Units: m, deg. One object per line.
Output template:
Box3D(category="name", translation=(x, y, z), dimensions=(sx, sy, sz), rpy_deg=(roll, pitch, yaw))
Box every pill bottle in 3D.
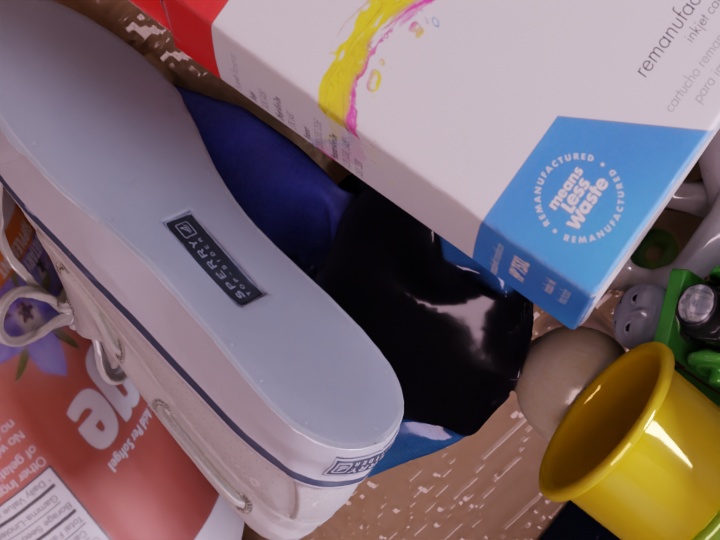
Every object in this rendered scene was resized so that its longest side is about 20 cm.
Box3D(category="pill bottle", translation=(-0.111, 0.072, 0.888), dimensions=(0.112, 0.112, 0.200), rpy_deg=(-31, 113, 13))

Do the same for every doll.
Box3D(category="doll", translation=(0.000, 0.000, 0.850), dimensions=(0.199, 0.048, 0.137), rpy_deg=(28, 115, 12))

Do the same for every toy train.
Box3D(category="toy train", translation=(0.152, 0.046, 0.874), dimensions=(0.200, 0.056, 0.042), rpy_deg=(32, 69, -45))

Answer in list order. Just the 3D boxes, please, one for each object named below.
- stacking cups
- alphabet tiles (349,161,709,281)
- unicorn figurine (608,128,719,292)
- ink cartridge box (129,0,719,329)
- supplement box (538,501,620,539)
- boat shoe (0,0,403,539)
Box3D(category="stacking cups", translation=(0.146, 0.108, 0.813), dimensions=(0.200, 0.061, 0.060), rpy_deg=(41, 108, -14))
Box3D(category="alphabet tiles", translation=(0.090, -0.086, 0.876), dimensions=(0.166, 0.008, 0.201), rpy_deg=(9, 116, -5))
Box3D(category="unicorn figurine", translation=(0.127, -0.042, 0.853), dimensions=(0.136, 0.074, 0.201), rpy_deg=(-5, 119, 5))
Box3D(category="ink cartridge box", translation=(0.020, -0.089, 0.785), dimensions=(0.199, 0.067, 0.116), rpy_deg=(35, 83, 5))
Box3D(category="supplement box", translation=(0.137, 0.197, 0.942), dimensions=(0.199, 0.134, 0.200), rpy_deg=(31, 111, -15))
Box3D(category="boat shoe", translation=(-0.072, 0.005, 0.817), dimensions=(0.202, 0.074, 0.086), rpy_deg=(47, 132, 16))
